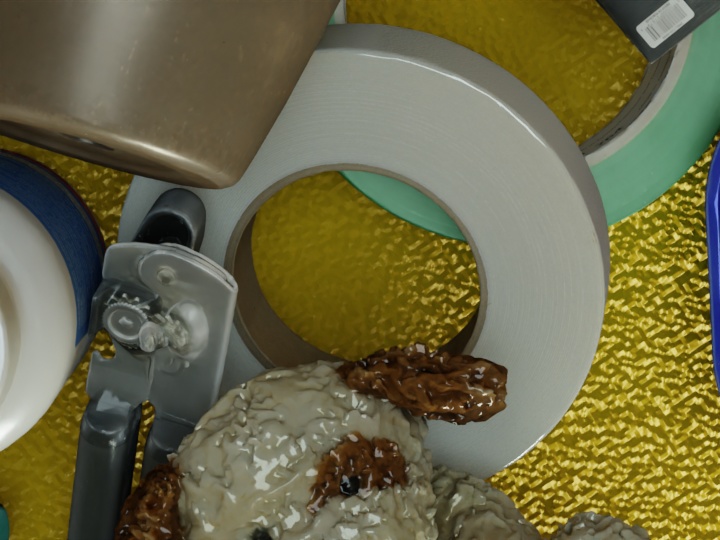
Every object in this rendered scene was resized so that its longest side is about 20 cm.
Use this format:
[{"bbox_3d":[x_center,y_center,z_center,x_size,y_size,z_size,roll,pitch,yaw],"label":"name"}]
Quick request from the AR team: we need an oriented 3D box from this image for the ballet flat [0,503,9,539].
[{"bbox_3d":[-0.228,0.162,0.892,0.200,0.067,0.070,-24,57,2],"label":"ballet flat"}]

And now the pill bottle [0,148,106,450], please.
[{"bbox_3d":[-0.159,0.013,0.818,0.112,0.200,0.112,0,96,-1],"label":"pill bottle"}]

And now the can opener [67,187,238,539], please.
[{"bbox_3d":[-0.083,0.058,0.876,0.053,0.067,0.200,16,130,4],"label":"can opener"}]

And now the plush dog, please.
[{"bbox_3d":[-0.001,0.111,0.842,0.200,0.160,0.172,-32,112,-3],"label":"plush dog"}]

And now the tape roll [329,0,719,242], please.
[{"bbox_3d":[0.062,-0.111,0.900,0.200,0.048,0.201,0,96,-4],"label":"tape roll"}]

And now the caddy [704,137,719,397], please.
[{"bbox_3d":[0.217,-0.002,0.896,0.141,0.105,0.200,-1,97,18],"label":"caddy"}]

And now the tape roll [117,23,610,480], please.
[{"bbox_3d":[0.000,0.000,0.875,0.202,0.037,0.203,4,115,8],"label":"tape roll"}]

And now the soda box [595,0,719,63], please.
[{"bbox_3d":[0.168,-0.169,0.816,0.200,0.071,0.063,-38,98,19],"label":"soda box"}]

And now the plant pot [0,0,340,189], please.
[{"bbox_3d":[-0.075,-0.127,0.772,0.200,0.200,0.175,16,86,-5],"label":"plant pot"}]
